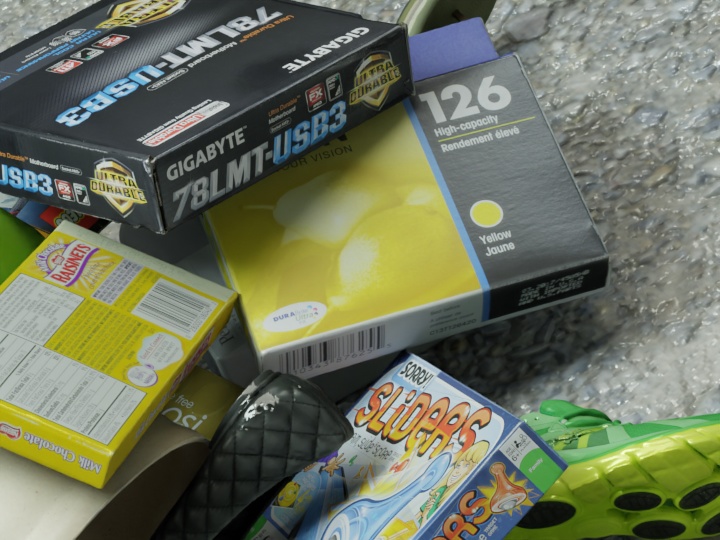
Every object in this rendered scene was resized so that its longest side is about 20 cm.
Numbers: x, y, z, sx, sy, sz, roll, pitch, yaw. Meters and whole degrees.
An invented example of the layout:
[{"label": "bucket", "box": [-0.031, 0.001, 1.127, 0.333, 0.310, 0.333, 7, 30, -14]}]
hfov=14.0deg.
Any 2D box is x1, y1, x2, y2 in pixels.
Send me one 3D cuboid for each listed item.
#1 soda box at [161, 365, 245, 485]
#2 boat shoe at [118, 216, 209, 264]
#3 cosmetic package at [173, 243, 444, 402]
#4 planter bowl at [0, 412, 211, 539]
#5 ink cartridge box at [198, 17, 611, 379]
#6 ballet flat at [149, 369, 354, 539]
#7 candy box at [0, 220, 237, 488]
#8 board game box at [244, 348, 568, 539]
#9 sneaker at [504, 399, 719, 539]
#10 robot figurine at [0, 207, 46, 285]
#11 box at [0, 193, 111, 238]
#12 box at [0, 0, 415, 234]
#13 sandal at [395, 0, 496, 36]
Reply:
[{"label": "soda box", "box": [-0.113, 0.088, 1.619, 0.200, 0.064, 0.068, 23, 58, 43]}, {"label": "boat shoe", "box": [-0.065, -0.061, 1.723, 0.200, 0.069, 0.057, -33, 25, 39]}, {"label": "cosmetic package", "box": [0.000, 0.000, 1.654, 0.199, 0.071, 0.101, -31, 38, -6]}, {"label": "planter bowl", "box": [-0.185, 0.128, 1.468, 0.135, 0.200, 0.200, 35, 63, 15]}, {"label": "ink cartridge box", "box": [0.009, -0.049, 1.583, 0.197, 0.047, 0.201, -17, 59, -10]}, {"label": "ballet flat", "box": [-0.071, 0.139, 1.472, 0.057, 0.200, 0.066, 36, 25, 15]}, {"label": "candy box", "box": [-0.136, 0.037, 1.439, 0.102, 0.027, 0.200, 21, 26, 7]}, {"label": "board game box", "box": [0.016, 0.115, 1.455, 0.135, 0.034, 0.200, -48, 17, -5]}, {"label": "sneaker", "box": [0.119, 0.094, 1.476, 0.199, 0.074, 0.084, -11, 44, 18]}, {"label": "robot figurine", "box": [-0.225, 0.014, 1.570, 0.175, 0.200, 0.116, -3, 70, 25]}, {"label": "box", "box": [-0.245, -0.032, 1.704, 0.200, 0.137, 0.040, -38, 23, 41]}, {"label": "box", "box": [-0.108, -0.093, 1.574, 0.198, 0.050, 0.200, 14, 34, 42]}, {"label": "sandal", "box": [0.041, -0.100, 1.755, 0.057, 0.080, 0.202, 18, 64, 21]}]
